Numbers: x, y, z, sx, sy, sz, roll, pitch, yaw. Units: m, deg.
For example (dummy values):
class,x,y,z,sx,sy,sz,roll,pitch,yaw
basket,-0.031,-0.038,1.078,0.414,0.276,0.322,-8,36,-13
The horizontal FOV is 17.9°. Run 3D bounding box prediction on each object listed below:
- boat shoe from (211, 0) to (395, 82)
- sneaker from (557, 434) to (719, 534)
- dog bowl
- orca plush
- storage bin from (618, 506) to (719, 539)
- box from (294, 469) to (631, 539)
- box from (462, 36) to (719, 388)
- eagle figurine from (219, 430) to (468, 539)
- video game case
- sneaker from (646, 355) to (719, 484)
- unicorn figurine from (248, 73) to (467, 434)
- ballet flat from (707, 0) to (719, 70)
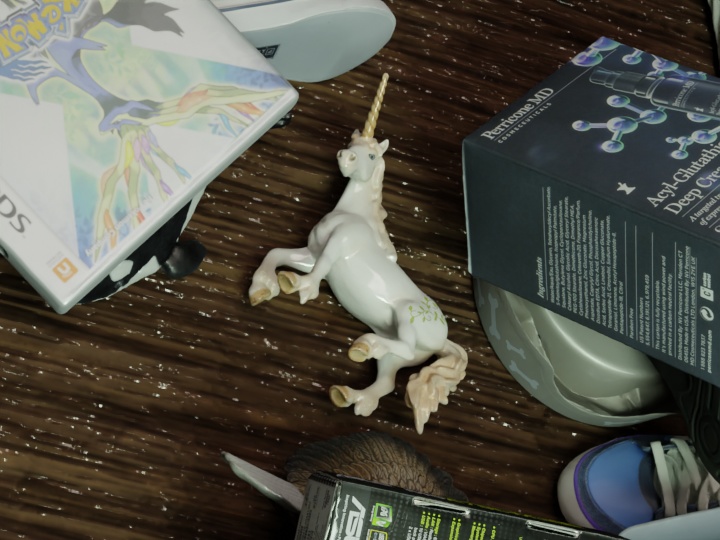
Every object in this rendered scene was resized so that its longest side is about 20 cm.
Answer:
class,x,y,z,sx,sy,sz,roll,pitch,yaw
boat shoe,-0.065,-0.165,1.475,0.199,0.074,0.066,-7,55,-41
sneaker,0.241,0.124,1.447,0.198,0.146,0.081,7,63,-25
dog bowl,0.163,0.012,1.516,0.198,0.059,0.202,11,62,-22
orca plush,-0.112,-0.059,1.398,0.199,0.071,0.106,-32,83,-35
storage bin,0.212,0.232,1.386,0.198,0.134,0.147,-8,70,-29
box,0.044,0.224,1.228,0.192,0.047,0.202,13,88,-26
box,0.184,-0.040,1.393,0.199,0.108,0.148,24,46,34
eagle figurine,0.009,0.158,1.325,0.199,0.151,0.152,-24,69,-22
video game case,-0.166,-0.105,1.347,0.182,0.022,0.200,46,69,3
sneaker,0.248,0.063,1.408,0.113,0.077,0.200,-5,37,-13
unicorn figurine,0.000,0.000,1.437,0.137,0.074,0.201,-34,99,-45
ballet flat,0.285,-0.218,1.690,0.069,0.069,0.202,1,65,-27
